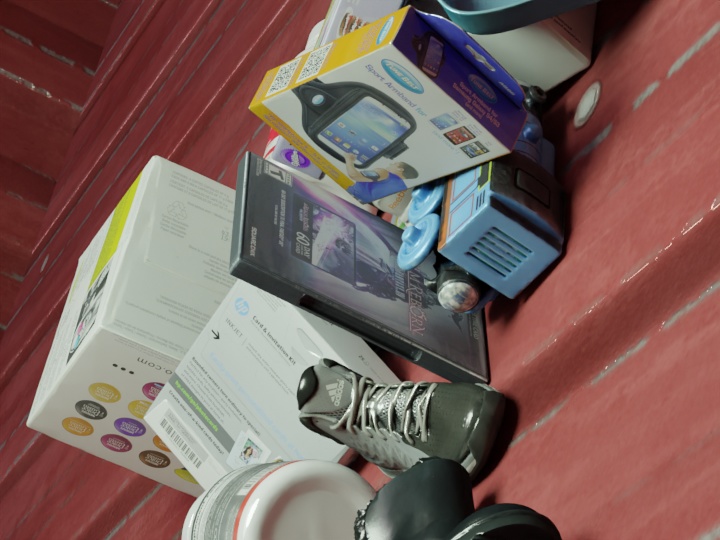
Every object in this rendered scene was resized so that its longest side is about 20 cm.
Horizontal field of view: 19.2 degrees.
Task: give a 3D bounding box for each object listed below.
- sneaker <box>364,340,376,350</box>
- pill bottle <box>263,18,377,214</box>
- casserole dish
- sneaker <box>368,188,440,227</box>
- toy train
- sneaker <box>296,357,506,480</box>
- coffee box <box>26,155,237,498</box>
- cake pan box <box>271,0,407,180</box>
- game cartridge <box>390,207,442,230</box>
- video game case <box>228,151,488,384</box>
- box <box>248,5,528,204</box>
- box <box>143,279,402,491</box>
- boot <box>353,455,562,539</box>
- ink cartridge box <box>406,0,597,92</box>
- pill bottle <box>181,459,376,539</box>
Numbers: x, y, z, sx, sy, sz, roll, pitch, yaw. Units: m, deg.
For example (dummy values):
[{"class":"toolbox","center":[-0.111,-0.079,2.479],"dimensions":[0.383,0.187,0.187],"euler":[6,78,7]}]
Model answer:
[{"class":"sneaker","center":[-0.026,0.069,1.729],"dimensions":[0.071,0.097,0.202],"euler":[-143,54,-62]},{"class":"pill bottle","center":[-0.024,-0.133,1.938],"dimensions":[0.112,0.112,0.201],"euler":[-47,24,47]},{"class":"casserole dish","center":[0.133,-0.225,1.510],"dimensions":[0.039,0.198,0.122],"euler":[73,178,-46]},{"class":"sneaker","center":[0.023,-0.103,1.684],"dimensions":[0.074,0.079,0.200],"euler":[-61,15,19]},{"class":"toy train","center":[0.091,-0.057,1.519],"dimensions":[0.114,0.086,0.201],"euler":[-42,24,34]},{"class":"sneaker","center":[0.014,0.101,1.462],"dimensions":[0.200,0.115,0.076],"euler":[-24,43,67]},{"class":"coffee box","center":[-0.160,0.057,1.937],"dimensions":[0.198,0.198,0.201],"euler":[-47,24,48]},{"class":"cake pan box","center":[0.002,-0.194,1.610],"dimensions":[0.184,0.052,0.201],"euler":[127,165,-64]},{"class":"game cartridge","center":[0.072,-0.079,1.694],"dimensions":[0.133,0.040,0.201],"euler":[-38,31,51]},{"class":"video game case","center":[0.000,0.000,1.502],"dimensions":[0.019,0.199,0.143],"euler":[-55,18,29]},{"class":"box","center":[0.023,-0.113,1.472],"dimensions":[0.199,0.119,0.042],"euler":[-16,41,54]},{"class":"box","center":[-0.071,0.106,1.674],"dimensions":[0.041,0.156,0.200],"euler":[-27,-21,-50]},{"class":"boot","center":[0.053,0.170,1.306],"dimensions":[0.169,0.076,0.201],"euler":[-93,25,-52]},{"class":"ink cartridge box","center":[0.108,-0.218,1.636],"dimensions":[0.144,0.084,0.201],"euler":[-30,35,38]},{"class":"pill bottle","center":[-0.061,0.199,1.561],"dimensions":[0.117,0.115,0.200],"euler":[-69,16,-13]}]
